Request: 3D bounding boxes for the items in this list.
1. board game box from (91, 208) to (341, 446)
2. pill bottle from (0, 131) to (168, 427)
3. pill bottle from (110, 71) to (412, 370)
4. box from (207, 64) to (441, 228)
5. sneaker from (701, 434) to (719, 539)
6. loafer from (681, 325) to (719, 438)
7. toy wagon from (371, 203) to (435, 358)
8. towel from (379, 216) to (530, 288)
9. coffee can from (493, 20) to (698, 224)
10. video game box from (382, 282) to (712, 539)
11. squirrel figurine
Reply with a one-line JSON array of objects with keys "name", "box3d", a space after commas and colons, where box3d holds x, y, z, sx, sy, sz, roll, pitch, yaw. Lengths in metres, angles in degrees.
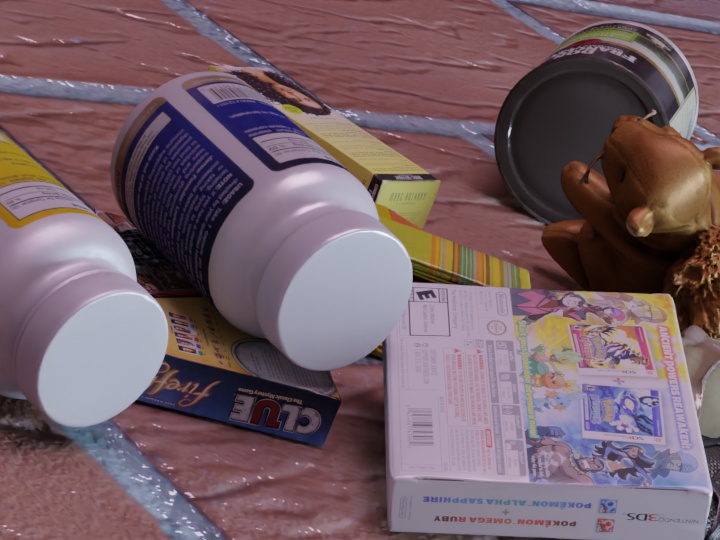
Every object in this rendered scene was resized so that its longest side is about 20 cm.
[{"name": "board game box", "box3d": [-0.097, 0.032, 1.487, 0.135, 0.035, 0.200, 16, 20, -18]}, {"name": "pill bottle", "box3d": [-0.196, 0.000, 1.347, 0.112, 0.113, 0.200, 2, 28, -44]}, {"name": "pill bottle", "box3d": [-0.059, -0.030, 1.461, 0.115, 0.116, 0.200, 6, 25, -38]}, {"name": "box", "box3d": [-0.036, -0.094, 1.864, 0.200, 0.050, 0.075, 35, 23, 32]}, {"name": "sneaker", "box3d": [0.192, 0.120, 1.507, 0.114, 0.076, 0.200, 15, 23, -25]}, {"name": "loafer", "box3d": [0.233, 0.084, 1.639, 0.068, 0.076, 0.200, 19, 18, 11]}, {"name": "toy wagon", "box3d": [0.000, 0.000, 1.667, 0.155, 0.040, 0.200, 17, 20, -14]}, {"name": "towel", "box3d": [0.022, -0.017, 1.657, 0.199, 0.018, 0.086, 20, 14, -2]}, {"name": "coffee can", "box3d": [0.204, -0.126, 2.060, 0.146, 0.147, 0.200, 24, 19, 8]}, {"name": "video game box", "box3d": [0.104, 0.080, 1.430, 0.181, 0.047, 0.200, 1, 33, -1]}, {"name": "squirrel figurine", "box3d": [0.238, -0.028, 1.788, 0.200, 0.141, 0.187, 55, -10, 13]}]
